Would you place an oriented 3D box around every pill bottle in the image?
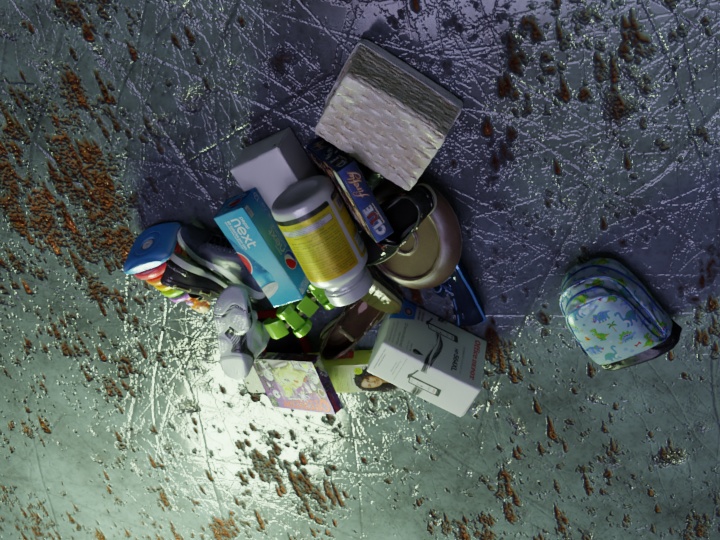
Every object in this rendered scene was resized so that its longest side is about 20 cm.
[{"bbox_3d":[-0.057,-0.045,1.462,0.111,0.113,0.202,-15,118,25],"label":"pill bottle"}]

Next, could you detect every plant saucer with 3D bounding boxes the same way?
[{"bbox_3d":[0.079,-0.058,1.517,0.198,0.032,0.203,16,118,31],"label":"plant saucer"}]

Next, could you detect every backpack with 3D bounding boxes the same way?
[{"bbox_3d":[0.425,0.073,1.505,0.162,0.154,0.201,-24,103,36],"label":"backpack"}]

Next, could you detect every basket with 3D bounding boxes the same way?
[{"bbox_3d":[0.042,-0.240,1.386,0.198,0.124,0.136,30,127,-7],"label":"basket"}]

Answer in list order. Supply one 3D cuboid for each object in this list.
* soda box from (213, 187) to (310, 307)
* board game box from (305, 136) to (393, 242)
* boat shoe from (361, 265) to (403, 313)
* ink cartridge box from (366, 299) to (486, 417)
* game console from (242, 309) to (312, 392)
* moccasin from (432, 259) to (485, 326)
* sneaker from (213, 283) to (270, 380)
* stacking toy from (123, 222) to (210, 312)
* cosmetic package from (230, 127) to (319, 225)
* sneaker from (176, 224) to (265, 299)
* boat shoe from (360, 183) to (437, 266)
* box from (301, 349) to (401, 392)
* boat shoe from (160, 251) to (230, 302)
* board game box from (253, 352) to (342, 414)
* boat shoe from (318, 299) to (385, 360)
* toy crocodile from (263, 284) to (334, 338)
[{"bbox_3d":[-0.165,-0.037,1.525,0.067,0.064,0.201,-16,119,29],"label":"soda box"},{"bbox_3d":[-0.020,-0.135,1.441,0.034,0.200,0.136,-33,115,-4],"label":"board game box"},{"bbox_3d":[-0.001,0.000,1.597,0.200,0.066,0.072,33,148,0],"label":"boat shoe"},{"bbox_3d":[0.126,0.158,1.632,0.198,0.147,0.085,26,126,-5],"label":"ink cartridge box"},{"bbox_3d":[-0.183,0.167,1.804,0.174,0.031,0.202,-4,123,23],"label":"game console"},{"bbox_3d":[0.161,0.028,1.568,0.067,0.081,0.201,-22,116,13],"label":"moccasin"},{"bbox_3d":[-0.222,0.098,1.679,0.074,0.115,0.202,11,120,15],"label":"sneaker"},{"bbox_3d":[-0.355,0.017,1.708,0.115,0.111,0.201,-15,130,22],"label":"stacking toy"},{"bbox_3d":[-0.123,-0.131,1.535,0.106,0.085,0.201,-18,118,25],"label":"cosmetic package"},{"bbox_3d":[-0.227,-0.054,1.622,0.201,0.077,0.146,33,128,-9],"label":"sneaker"},{"bbox_3d":[0.046,-0.069,1.478,0.074,0.063,0.201,50,131,4],"label":"boat shoe"},{"bbox_3d":[-0.017,0.199,1.743,0.197,0.050,0.076,-4,123,8],"label":"box"},{"bbox_3d":[-0.304,0.023,1.646,0.071,0.201,0.061,32,88,27],"label":"boat shoe"},{"bbox_3d":[-0.128,0.219,1.730,0.199,0.032,0.121,-4,120,47],"label":"board game box"},{"bbox_3d":[-0.011,0.105,1.677,0.074,0.075,0.203,34,126,-10],"label":"boat shoe"},{"bbox_3d":[-0.097,0.058,1.657,0.200,0.062,0.068,-42,112,6],"label":"toy crocodile"}]
